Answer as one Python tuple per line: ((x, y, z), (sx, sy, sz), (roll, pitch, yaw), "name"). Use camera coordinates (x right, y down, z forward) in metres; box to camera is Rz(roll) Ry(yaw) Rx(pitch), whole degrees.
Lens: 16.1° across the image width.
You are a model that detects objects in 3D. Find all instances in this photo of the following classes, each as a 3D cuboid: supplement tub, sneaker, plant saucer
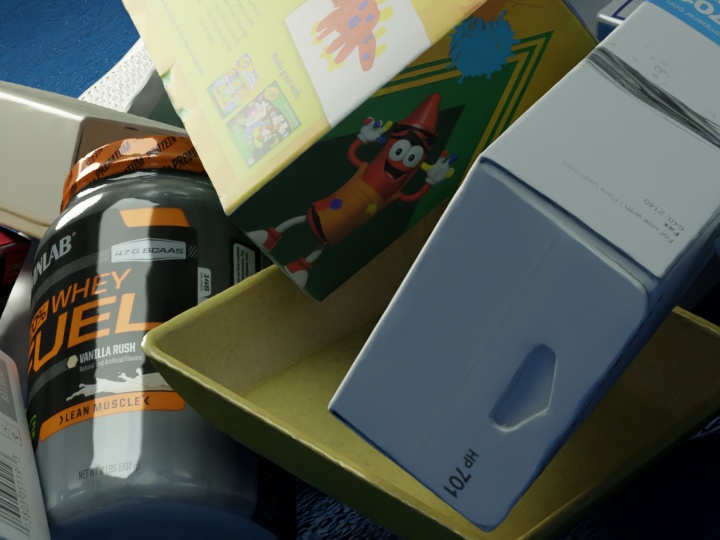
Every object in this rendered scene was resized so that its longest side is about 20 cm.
((-0.091, 0.046, 1.160), (0.122, 0.123, 0.201), (-18, 54, 22), "supplement tub")
((-0.105, -0.082, 1.546), (0.201, 0.118, 0.074), (-48, 32, 2), "sneaker")
((0.041, 0.053, 1.082), (0.200, 0.049, 0.200), (28, 37, 30), "plant saucer")

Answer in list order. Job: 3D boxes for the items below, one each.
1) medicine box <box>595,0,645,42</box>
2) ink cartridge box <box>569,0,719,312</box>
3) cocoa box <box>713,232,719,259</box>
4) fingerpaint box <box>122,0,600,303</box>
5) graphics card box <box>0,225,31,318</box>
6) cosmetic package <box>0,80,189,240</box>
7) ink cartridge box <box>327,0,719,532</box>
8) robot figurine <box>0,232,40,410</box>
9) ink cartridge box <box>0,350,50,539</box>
((0.235, -0.092, 1.174), (0.182, 0.103, 0.200), (22, 43, 31), "medicine box")
((0.117, -0.083, 1.260), (0.084, 0.201, 0.144), (-8, 23, 44), "ink cartridge box")
((0.258, 0.001, 0.920), (0.200, 0.132, 0.133), (-31, 18, -20), "cocoa box")
((-0.002, -0.107, 1.136), (0.167, 0.073, 0.200), (-40, 37, 7), "fingerpaint box")
((-0.244, 0.071, 1.330), (0.125, 0.051, 0.201), (-35, -32, -81), "graphics card box")
((-0.167, -0.059, 1.403), (0.103, 0.073, 0.200), (9, 5, -37), "cosmetic package")
((0.091, -0.012, 0.997), (0.200, 0.086, 0.147), (-41, -14, -51), "ink cartridge box")
((-0.162, 0.035, 1.454), (0.170, 0.113, 0.200), (-42, 16, 5), "robot figurine")
((-0.216, 0.142, 1.109), (0.200, 0.050, 0.161), (-47, 31, 14), "ink cartridge box")
